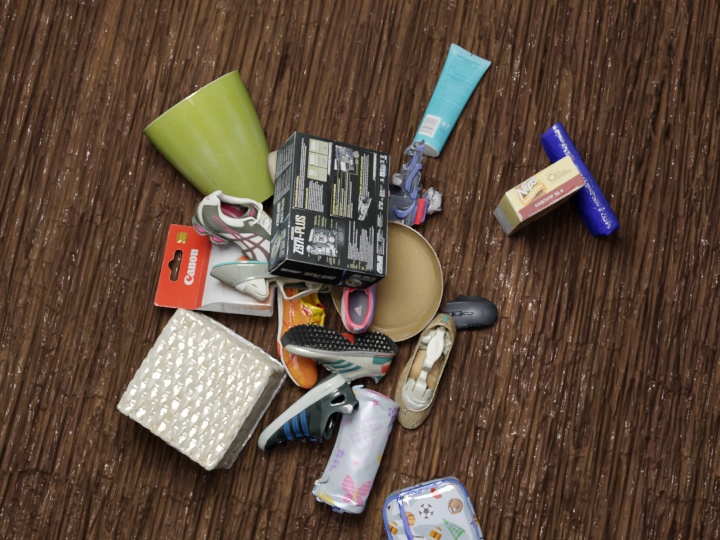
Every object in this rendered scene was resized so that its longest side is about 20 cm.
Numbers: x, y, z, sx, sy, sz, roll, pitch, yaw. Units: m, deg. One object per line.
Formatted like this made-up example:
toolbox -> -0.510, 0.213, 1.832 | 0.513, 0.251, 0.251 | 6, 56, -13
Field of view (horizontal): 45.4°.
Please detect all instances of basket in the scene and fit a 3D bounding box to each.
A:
basket -> -0.248, 0.189, 1.383 | 0.197, 0.161, 0.201 | 32, 82, 4

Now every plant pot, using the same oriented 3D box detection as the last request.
plant pot -> 0.044, 0.018, 1.438 | 0.197, 0.027, 0.203 | 2, 96, 19
plant pot -> -0.228, -0.194, 1.433 | 0.186, 0.187, 0.201 | -33, 100, -4

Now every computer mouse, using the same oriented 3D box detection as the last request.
computer mouse -> 0.135, 0.074, 1.461 | 0.197, 0.034, 0.059 | -3, 84, 0

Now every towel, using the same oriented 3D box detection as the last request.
towel -> 0.362, -0.146, 1.436 | 0.049, 0.148, 0.202 | -30, 84, 14

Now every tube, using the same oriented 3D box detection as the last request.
tube -> 0.154, -0.297, 1.502 | 0.077, 0.050, 0.202 | 26, 79, -1

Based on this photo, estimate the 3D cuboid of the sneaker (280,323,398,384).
sneaker -> -0.039, 0.147, 1.396 | 0.197, 0.071, 0.094 | 7, 119, -24

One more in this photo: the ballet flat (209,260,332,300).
ballet flat -> -0.137, 0.017, 1.365 | 0.197, 0.067, 0.065 | -3, 72, -17

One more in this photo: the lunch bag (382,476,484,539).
lunch bag -> 0.120, 0.446, 1.396 | 0.158, 0.076, 0.202 | -16, 82, 0

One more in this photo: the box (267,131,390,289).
box -> -0.046, -0.087, 1.305 | 0.162, 0.086, 0.203 | 9, 72, -24

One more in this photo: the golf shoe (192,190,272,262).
golf shoe -> -0.167, -0.063, 1.377 | 0.198, 0.088, 0.078 | 20, 57, -20

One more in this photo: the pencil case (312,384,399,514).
pencil case -> -0.007, 0.293, 1.408 | 0.090, 0.083, 0.202 | 20, 83, 6

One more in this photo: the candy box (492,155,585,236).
candy box -> 0.285, -0.116, 1.397 | 0.115, 0.200, 0.056 | -30, 84, 1

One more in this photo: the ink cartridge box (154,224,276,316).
ink cartridge box -> -0.234, -0.013, 1.435 | 0.197, 0.050, 0.164 | 6, 61, -3

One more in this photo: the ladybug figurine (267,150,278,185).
ladybug figurine -> -0.082, -0.113, 1.411 | 0.071, 0.136, 0.201 | -26, 111, 6

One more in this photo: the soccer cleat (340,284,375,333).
soccer cleat -> 0.000, 0.000, 1.381 | 0.066, 0.076, 0.203 | 4, 89, -6

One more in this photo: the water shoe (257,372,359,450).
water shoe -> -0.087, 0.249, 1.386 | 0.200, 0.071, 0.079 | -43, 82, 26

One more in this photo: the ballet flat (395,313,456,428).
ballet flat -> 0.104, 0.167, 1.419 | 0.070, 0.065, 0.202 | 17, 92, 5

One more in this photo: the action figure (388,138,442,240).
action figure -> 0.052, -0.150, 1.448 | 0.191, 0.105, 0.202 | 18, 120, -4

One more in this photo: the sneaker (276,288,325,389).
sneaker -> -0.095, 0.095, 1.427 | 0.076, 0.073, 0.203 | -11, 84, 37
